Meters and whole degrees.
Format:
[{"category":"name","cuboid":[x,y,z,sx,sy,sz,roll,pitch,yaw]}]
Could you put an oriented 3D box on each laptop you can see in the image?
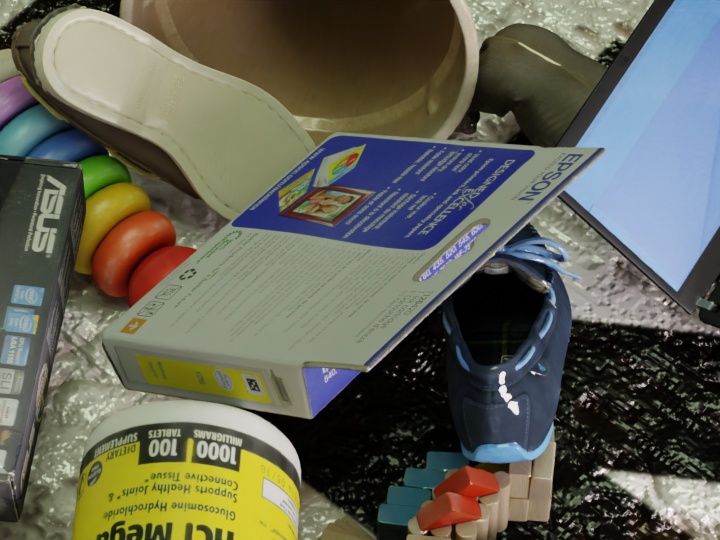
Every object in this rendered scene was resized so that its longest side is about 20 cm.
[{"category":"laptop","cuboid":[0.231,-0.059,1.291,0.200,0.103,0.177,21,66,35]}]

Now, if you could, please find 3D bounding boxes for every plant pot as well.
[{"category":"plant pot","cuboid":[-0.019,-0.183,1.407,0.200,0.201,0.184,8,44,6]}]

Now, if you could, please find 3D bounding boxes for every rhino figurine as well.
[{"category":"rhino figurine","cuboid":[0.144,-0.072,1.373,0.200,0.087,0.060,30,64,8]}]

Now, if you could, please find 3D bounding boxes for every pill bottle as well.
[{"category":"pill bottle","cuboid":[-0.088,0.173,1.188,0.112,0.112,0.200,1,55,1]}]

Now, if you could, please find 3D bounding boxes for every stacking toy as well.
[{"category":"stacking toy","cuboid":[-0.153,-0.031,1.361,0.085,0.085,0.200,-37,69,-23]}]

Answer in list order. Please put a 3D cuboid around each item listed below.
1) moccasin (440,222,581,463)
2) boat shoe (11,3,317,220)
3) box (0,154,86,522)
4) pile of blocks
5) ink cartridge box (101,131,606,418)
[{"category":"moccasin","cuboid":[0.080,0.019,1.291,0.080,0.068,0.200,-7,33,1]},{"category":"boat shoe","cuboid":[-0.103,-0.082,1.352,0.060,0.200,0.072,11,74,57]},{"category":"box","cuboid":[-0.236,0.027,1.255,0.161,0.049,0.200,7,55,2]},{"category":"pile of blocks","cuboid":[0.026,0.131,1.248,0.082,0.062,0.200,36,62,23]},{"category":"ink cartridge box","cuboid":[0.000,0.000,1.253,0.200,0.047,0.198,9,40,44]}]
